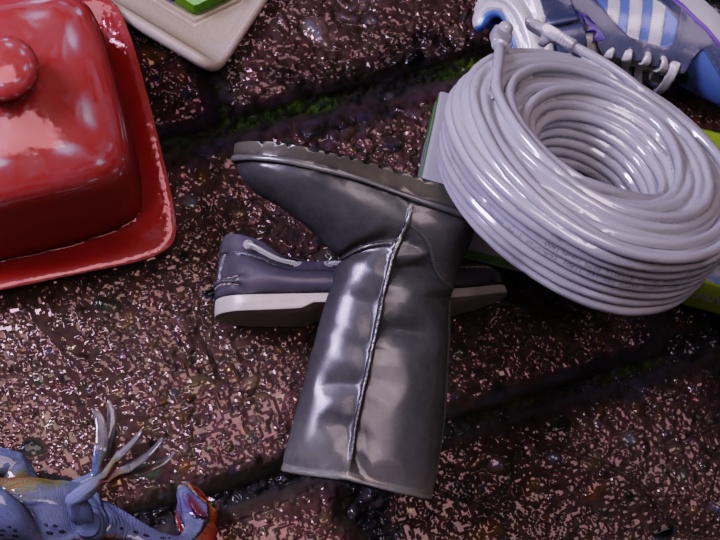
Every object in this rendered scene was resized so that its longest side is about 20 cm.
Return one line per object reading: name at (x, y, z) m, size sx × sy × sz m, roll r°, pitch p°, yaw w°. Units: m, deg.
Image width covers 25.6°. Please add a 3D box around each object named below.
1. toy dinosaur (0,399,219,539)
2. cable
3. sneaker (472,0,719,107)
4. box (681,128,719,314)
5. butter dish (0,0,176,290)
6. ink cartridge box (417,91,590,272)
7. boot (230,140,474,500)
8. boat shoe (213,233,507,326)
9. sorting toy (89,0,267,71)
toy dinosaur at (-0.188, 0.150, 0.998) m, size 0.181 × 0.105 × 0.200 m, roll 37°, pitch 106°, yaw -9°
cable at (0.140, -0.059, 0.986) m, size 0.199 × 0.069 × 0.200 m, roll 30°, pitch 38°, yaw 3°
sneaker at (0.175, -0.156, 1.157) m, size 0.200 × 0.081 × 0.146 m, roll 45°, pitch 77°, yaw 3°
box at (0.300, -0.020, 1.107) m, size 0.199 × 0.048 × 0.122 m, roll 16°, pitch 67°, yaw 20°
butter dish at (-0.227, -0.102, 1.018) m, size 0.198 × 0.148 × 0.201 m, roll -12°, pitch 75°, yaw -15°
ink cartridge box at (0.137, -0.048, 1.087) m, size 0.199 × 0.060 × 0.104 m, roll 13°, pitch 43°, yaw 0°
boot at (-0.017, 0.030, 0.998) m, size 0.181 × 0.073 × 0.201 m, roll 16°, pitch 91°, yaw 3°
boat shoe at (0.000, 0.000, 1.067) m, size 0.199 × 0.073 × 0.063 m, roll -2°, pitch 75°, yaw -6°
sorting toy at (-0.134, -0.265, 1.154) m, size 0.184 × 0.036 × 0.201 m, roll 31°, pitch 68°, yaw 1°
